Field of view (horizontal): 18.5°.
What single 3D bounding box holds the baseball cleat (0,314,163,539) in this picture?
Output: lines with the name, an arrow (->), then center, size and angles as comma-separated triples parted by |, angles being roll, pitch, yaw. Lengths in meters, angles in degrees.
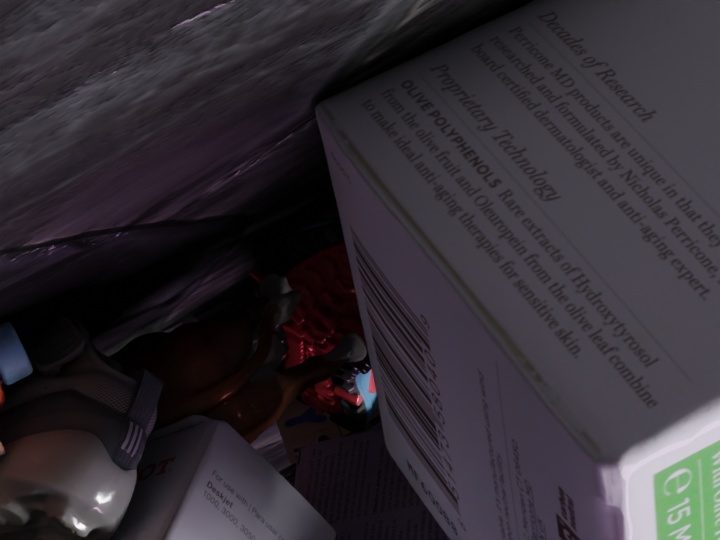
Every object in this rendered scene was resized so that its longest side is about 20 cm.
baseball cleat -> -0.153, 0.075, 0.921 | 0.199, 0.070, 0.107 | -5, -132, 40

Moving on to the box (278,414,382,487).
box -> 0.037, 0.090, 1.146 | 0.199, 0.050, 0.158 | -29, 180, -16

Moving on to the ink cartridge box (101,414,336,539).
ink cartridge box -> -0.111, 0.171, 0.882 | 0.144, 0.085, 0.201 | -21, -146, 41

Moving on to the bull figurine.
bull figurine -> -0.093, 0.059, 0.982 | 0.199, 0.065, 0.121 | -16, -167, 45

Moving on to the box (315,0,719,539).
box -> 0.112, 0.029, 0.783 | 0.171, 0.200, 0.200 | -26, 138, -14

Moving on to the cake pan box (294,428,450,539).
cake pan box -> 0.057, 0.127, 0.917 | 0.183, 0.052, 0.200 | -12, -147, 11

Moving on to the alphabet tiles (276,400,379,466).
alphabet tiles -> 0.033, 0.074, 1.288 | 0.166, 0.008, 0.200 | -20, -144, -3

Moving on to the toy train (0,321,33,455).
toy train -> -0.204, 0.079, 0.798 | 0.199, 0.056, 0.150 | -27, 173, -14

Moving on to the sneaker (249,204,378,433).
sneaker -> 0.000, 0.000, 1.051 | 0.096, 0.079, 0.200 | -57, 175, -22
